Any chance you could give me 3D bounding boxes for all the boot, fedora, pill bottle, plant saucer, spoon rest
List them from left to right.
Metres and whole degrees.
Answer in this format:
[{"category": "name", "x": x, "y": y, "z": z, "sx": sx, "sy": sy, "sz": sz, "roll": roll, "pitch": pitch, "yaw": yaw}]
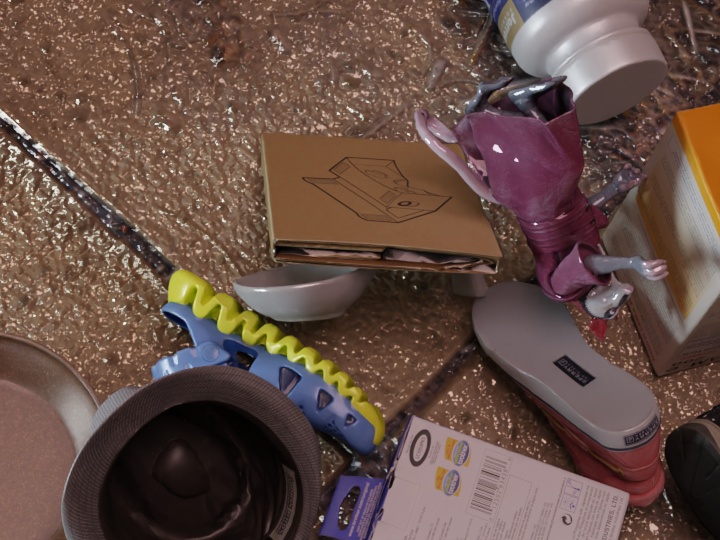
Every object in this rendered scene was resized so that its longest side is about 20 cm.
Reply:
[{"category": "plant saucer", "x": -0.274, "y": 0.140, "z": 1.325, "sx": 0.200, "sy": 0.037, "sz": 0.201, "roll": 3, "pitch": 65, "yaw": -6}, {"category": "fedora", "x": -0.123, "y": 0.139, "z": 1.282, "sx": 0.200, "sy": 0.090, "sz": 0.177, "roll": 39, "pitch": 89, "yaw": -33}, {"category": "spoon rest", "x": 0.000, "y": 0.000, "z": 1.380, "sx": 0.199, "sy": 0.099, "sz": 0.061, "roll": -6, "pitch": 96, "yaw": -32}, {"category": "pill bottle", "x": 0.162, "y": -0.224, "z": 1.505, "sx": 0.119, "sy": 0.120, "sz": 0.200, "roll": -19, "pitch": 69, "yaw": -16}, {"category": "boot", "x": 0.322, "y": 0.169, "z": 1.368, "sx": 0.154, "sy": 0.073, "sz": 0.204, "roll": -33, "pitch": 94, "yaw": -38}]

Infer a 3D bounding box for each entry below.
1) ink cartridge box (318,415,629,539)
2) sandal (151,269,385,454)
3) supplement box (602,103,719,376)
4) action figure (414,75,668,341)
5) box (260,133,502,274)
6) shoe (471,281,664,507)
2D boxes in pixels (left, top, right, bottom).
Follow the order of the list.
[{"category": "ink cartridge box", "x": 0.074, "y": 0.193, "z": 1.324, "sx": 0.199, "sy": 0.076, "sz": 0.137, "roll": 20, "pitch": 63, "yaw": 1}, {"category": "sandal", "x": -0.072, "y": 0.083, "z": 1.354, "sx": 0.200, "sy": 0.080, "sz": 0.087, "roll": 29, "pitch": 80, "yaw": 21}, {"category": "supplement box", "x": 0.256, "y": -0.022, "z": 1.379, "sx": 0.073, "sy": 0.200, "sz": 0.126, "roll": -12, "pitch": 68, "yaw": -15}, {"category": "action figure", "x": 0.134, "y": -0.037, "z": 1.330, "sx": 0.148, "sy": 0.134, "sz": 0.201, "roll": -17, "pitch": 105, "yaw": 10}, {"category": "box", "x": 0.010, "y": -0.052, "z": 1.394, "sx": 0.163, "sy": 0.021, "sz": 0.200, "roll": 3, "pitch": 25, "yaw": -7}, {"category": "shoe", "x": 0.153, "y": 0.092, "z": 1.388, "sx": 0.071, "sy": 0.091, "sz": 0.200, "roll": -30, "pitch": 42, "yaw": -16}]
